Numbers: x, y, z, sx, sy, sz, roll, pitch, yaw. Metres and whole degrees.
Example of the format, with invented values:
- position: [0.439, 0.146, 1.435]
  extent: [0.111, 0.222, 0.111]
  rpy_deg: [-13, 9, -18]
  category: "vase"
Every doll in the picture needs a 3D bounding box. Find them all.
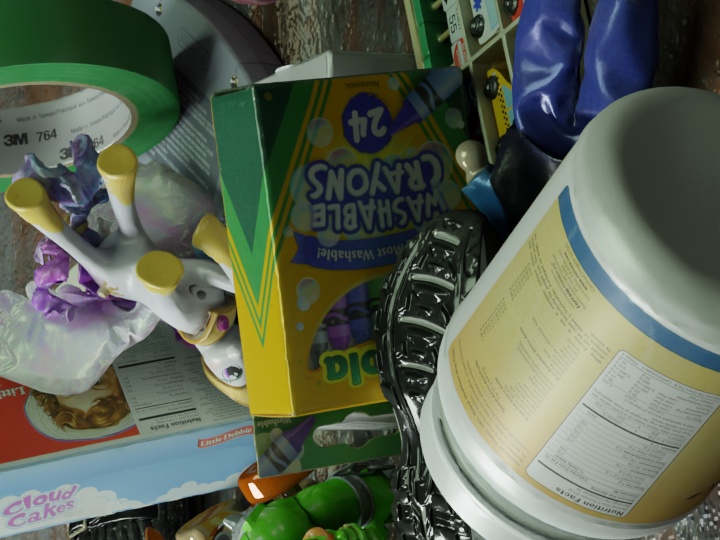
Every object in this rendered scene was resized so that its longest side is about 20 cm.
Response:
- position: [0.109, -0.053, 1.385]
  extent: [0.136, 0.048, 0.200]
  rpy_deg: [19, 117, 28]
  category: "doll"

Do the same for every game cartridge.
- position: [-0.099, -0.097, 1.781]
  extent: [0.200, 0.040, 0.133]
  rpy_deg: [46, 131, 51]
  category: "game cartridge"

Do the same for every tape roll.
- position: [-0.212, -0.106, 1.743]
  extent: [0.200, 0.200, 0.048]
  rpy_deg: [-37, 57, 54]
  category: "tape roll"

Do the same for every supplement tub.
- position: [0.123, 0.030, 1.283]
  extent: [0.200, 0.145, 0.145]
  rpy_deg: [-56, 43, 44]
  category: "supplement tub"

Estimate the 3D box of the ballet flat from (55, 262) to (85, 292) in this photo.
- position: [-0.178, 0.023, 1.887]
  extent: [0.200, 0.072, 0.072]
  rpy_deg: [-45, 51, 51]
  category: "ballet flat"

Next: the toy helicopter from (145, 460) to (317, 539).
- position: [-0.080, 0.164, 1.670]
  extent: [0.079, 0.132, 0.200]
  rpy_deg: [58, 168, -6]
  category: "toy helicopter"

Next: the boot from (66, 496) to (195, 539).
- position: [-0.173, 0.160, 1.859]
  extent: [0.211, 0.079, 0.158]
  rpy_deg: [-27, 67, 57]
  category: "boot"

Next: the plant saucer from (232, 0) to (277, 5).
- position: [-0.075, -0.248, 1.594]
  extent: [0.051, 0.200, 0.201]
  rpy_deg: [0, 89, 22]
  category: "plant saucer"

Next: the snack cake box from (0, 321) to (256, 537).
- position: [-0.168, 0.087, 1.724]
  extent: [0.067, 0.200, 0.115]
  rpy_deg: [100, 153, -47]
  category: "snack cake box"

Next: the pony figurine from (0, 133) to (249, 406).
- position: [-0.131, 0.002, 1.648]
  extent: [0.193, 0.200, 0.167]
  rpy_deg: [28, 72, 26]
  category: "pony figurine"

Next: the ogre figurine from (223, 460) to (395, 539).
- position: [0.005, 0.178, 1.509]
  extent: [0.098, 0.120, 0.200]
  rpy_deg: [-52, 47, 46]
  category: "ogre figurine"

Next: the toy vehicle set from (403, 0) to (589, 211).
- position: [0.068, -0.143, 1.499]
  extent: [0.124, 0.026, 0.200]
  rpy_deg: [-39, 56, 53]
  category: "toy vehicle set"

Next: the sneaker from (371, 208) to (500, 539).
- position: [0.058, 0.064, 1.435]
  extent: [0.074, 0.079, 0.200]
  rpy_deg: [18, 118, 48]
  category: "sneaker"

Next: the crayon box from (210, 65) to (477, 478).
- position: [0.000, 0.000, 1.469]
  extent: [0.052, 0.126, 0.200]
  rpy_deg: [-4, 93, 60]
  category: "crayon box"

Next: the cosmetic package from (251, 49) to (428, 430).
- position: [-0.003, -0.014, 1.565]
  extent: [0.107, 0.090, 0.200]
  rpy_deg: [-12, 76, 60]
  category: "cosmetic package"
